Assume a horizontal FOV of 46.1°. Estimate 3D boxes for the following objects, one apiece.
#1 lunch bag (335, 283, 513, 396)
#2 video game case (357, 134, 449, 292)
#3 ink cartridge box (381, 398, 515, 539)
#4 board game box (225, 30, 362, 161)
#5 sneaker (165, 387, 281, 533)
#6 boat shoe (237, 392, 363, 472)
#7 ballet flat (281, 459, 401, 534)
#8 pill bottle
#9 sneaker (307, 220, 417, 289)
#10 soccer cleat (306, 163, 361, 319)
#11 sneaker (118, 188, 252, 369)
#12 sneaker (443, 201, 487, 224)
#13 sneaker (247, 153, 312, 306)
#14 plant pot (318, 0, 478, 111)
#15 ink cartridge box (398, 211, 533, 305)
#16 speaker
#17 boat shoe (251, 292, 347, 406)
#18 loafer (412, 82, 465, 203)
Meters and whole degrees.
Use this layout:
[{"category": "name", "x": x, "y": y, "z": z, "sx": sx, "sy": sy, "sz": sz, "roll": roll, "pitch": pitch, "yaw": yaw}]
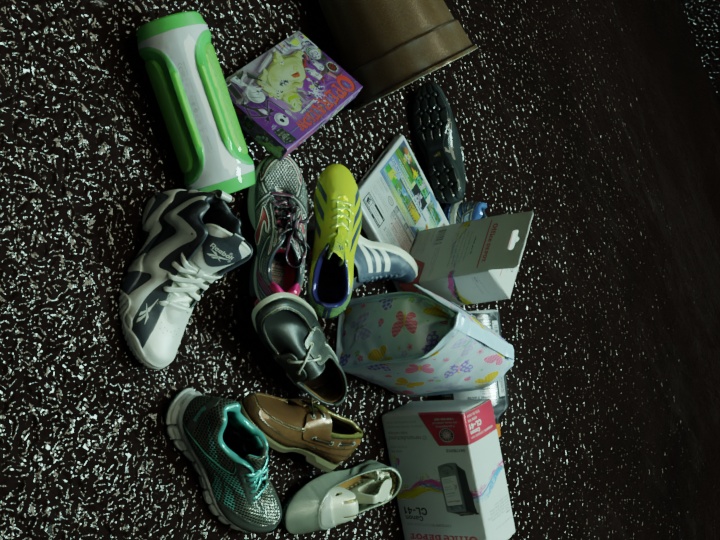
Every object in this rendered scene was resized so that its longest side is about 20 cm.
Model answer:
[{"category": "lunch bag", "x": 0.093, "y": 0.097, "z": 1.165, "sx": 0.169, "sy": 0.200, "sz": 0.128, "roll": 28, "pitch": 61, "yaw": -46}, {"category": "video game case", "x": 0.068, "y": -0.081, "z": 1.318, "sx": 0.200, "sy": 0.022, "sz": 0.182, "roll": 59, "pitch": 42, "yaw": -24}, {"category": "ink cartridge box", "x": 0.125, "y": 0.290, "z": 1.207, "sx": 0.086, "sy": 0.147, "sz": 0.201, "roll": -10, "pitch": 89, "yaw": -53}, {"category": "board game box", "x": -0.091, "y": -0.230, "z": 1.093, "sx": 0.120, "sy": 0.032, "sz": 0.200, "roll": 44, "pitch": 45, "yaw": -4}, {"category": "sneaker", "x": -0.133, "y": 0.216, "z": 0.933, "sx": 0.200, "sy": 0.091, "sz": 0.078, "roll": 61, "pitch": 42, "yaw": -24}, {"category": "boat shoe", "x": -0.070, "y": 0.181, "z": 1.024, "sx": 0.200, "sy": 0.068, "sz": 0.072, "roll": 38, "pitch": 15, "yaw": -51}, {"category": "ballet flat", "x": -0.016, "y": 0.290, "z": 1.089, "sx": 0.200, "sy": 0.064, "sz": 0.068, "roll": -9, "pitch": 102, "yaw": -53}, {"category": "pill bottle", "x": 0.176, "y": 0.166, "z": 1.336, "sx": 0.106, "sy": 0.106, "sz": 0.201, "roll": 2, "pitch": 82, "yaw": -52}, {"category": "sneaker", "x": 0.000, "y": 0.000, "z": 1.173, "sx": 0.200, "sy": 0.075, "sz": 0.085, "roll": 22, "pitch": 63, "yaw": -38}, {"category": "soccer cleat", "x": -0.030, "y": -0.039, "z": 1.061, "sx": 0.064, "sy": 0.084, "sz": 0.201, "roll": 6, "pitch": 82, "yaw": -6}, {"category": "sneaker", "x": -0.177, "y": 0.001, "z": 0.891, "sx": 0.079, "sy": 0.129, "sz": 0.200, "roll": 33, "pitch": 57, "yaw": -43}, {"category": "sneaker", "x": 0.214, "y": -0.034, "z": 1.446, "sx": 0.200, "sy": 0.085, "sz": 0.077, "roll": 58, "pitch": 43, "yaw": -28}, {"category": "sneaker", "x": -0.092, "y": -0.049, "z": 1.036, "sx": 0.080, "sy": 0.075, "sz": 0.201, "roll": 1, "pitch": 78, "yaw": -20}, {"category": "plant pot", "x": 0.037, "y": -0.362, "z": 1.211, "sx": 0.200, "sy": 0.200, "sz": 0.199, "roll": -38, "pitch": 106, "yaw": -49}, {"category": "ink cartridge box", "x": 0.167, "y": -0.013, "z": 1.248, "sx": 0.068, "sy": 0.200, "sz": 0.117, "roll": 50, "pitch": 47, "yaw": -33}, {"category": "speaker", "x": -0.185, "y": -0.183, "z": 0.957, "sx": 0.088, "sy": 0.088, "sz": 0.201, "roll": -31, "pitch": 107, "yaw": -51}, {"category": "boat shoe", "x": -0.067, "y": 0.096, "z": 1.014, "sx": 0.072, "sy": 0.068, "sz": 0.200, "roll": -34, "pitch": 139, "yaw": -5}, {"category": "loafer", "x": 0.131, "y": -0.208, "z": 1.398, "sx": 0.070, "sy": 0.068, "sz": 0.201, "roll": -15, "pitch": 92, "yaw": -72}]
